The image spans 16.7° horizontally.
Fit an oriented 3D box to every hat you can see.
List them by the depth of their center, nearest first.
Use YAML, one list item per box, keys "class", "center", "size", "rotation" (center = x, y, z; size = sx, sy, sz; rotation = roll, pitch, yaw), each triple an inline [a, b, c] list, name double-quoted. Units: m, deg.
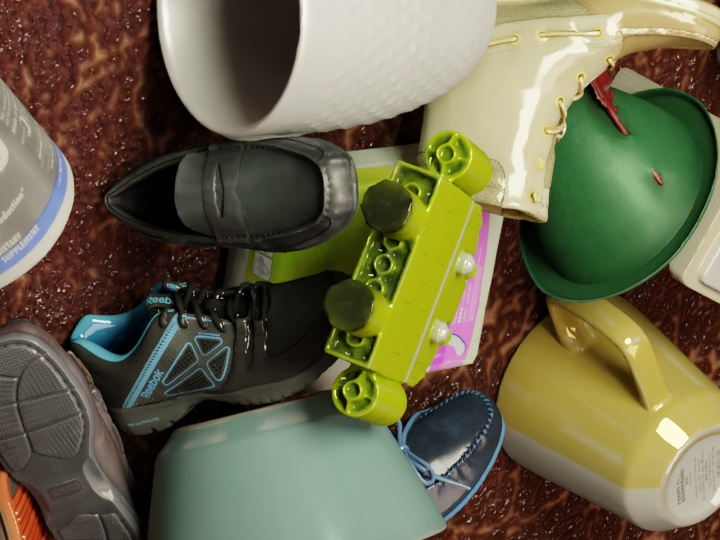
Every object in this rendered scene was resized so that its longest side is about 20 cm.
- class: "hat"
  center: [0.126, -0.105, 1.642]
  size: [0.165, 0.201, 0.176]
  rotation: [-32, 129, 23]

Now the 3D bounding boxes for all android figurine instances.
- class: "android figurine"
  center: [0.031, 0.006, 1.492]
  size: [0.183, 0.041, 0.200]
  rotation: [-69, 162, -4]

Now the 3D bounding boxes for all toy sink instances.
- class: "toy sink"
  center: [0.258, -0.040, 1.737]
  size: [0.130, 0.200, 0.112]
  rotation: [23, 99, -46]

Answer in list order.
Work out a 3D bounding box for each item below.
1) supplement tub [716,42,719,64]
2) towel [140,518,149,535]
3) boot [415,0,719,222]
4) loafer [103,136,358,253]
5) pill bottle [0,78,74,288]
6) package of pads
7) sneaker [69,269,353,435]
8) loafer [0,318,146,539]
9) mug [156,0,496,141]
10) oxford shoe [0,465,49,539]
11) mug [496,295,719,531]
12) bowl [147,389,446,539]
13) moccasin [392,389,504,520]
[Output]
- class: "supplement tub"
  center: [0.331, -0.228, 1.741]
  size: [0.122, 0.122, 0.201]
  rotation: [-10, 121, -36]
- class: "towel"
  center: [-0.054, 0.213, 1.699]
  size: [0.199, 0.023, 0.145]
  rotation: [-11, 122, -8]
- class: "boot"
  center: [0.131, -0.107, 1.576]
  size: [0.073, 0.199, 0.157]
  rotation: [61, 33, -81]
- class: "loafer"
  center: [-0.078, -0.042, 1.458]
  size: [0.070, 0.200, 0.069]
  rotation: [-4, 91, -39]
- class: "pill bottle"
  center: [-0.252, -0.083, 1.339]
  size: [0.114, 0.114, 0.200]
  rotation: [-46, 135, -9]
- class: "package of pads"
  center: [0.000, 0.000, 1.637]
  size: [0.199, 0.068, 0.155]
  rotation: [-7, 118, -36]
- class: "sneaker"
  center: [-0.090, 0.041, 1.525]
  size: [0.199, 0.073, 0.082]
  rotation: [-22, 126, 22]
- class: "loafer"
  center: [-0.188, 0.106, 1.554]
  size: [0.071, 0.063, 0.201]
  rotation: [-13, 124, 12]
- class: "mug"
  center: [-0.023, -0.144, 1.492]
  size: [0.175, 0.148, 0.200]
  rotation: [-7, 150, -39]
- class: "oxford shoe"
  center: [-0.233, 0.222, 1.573]
  size: [0.072, 0.071, 0.201]
  rotation: [-4, 105, 4]
- class: "mug"
  center: [0.192, 0.111, 1.805]
  size: [0.186, 0.153, 0.150]
  rotation: [24, 99, -45]
- class: "bowl"
  center: [-0.052, 0.138, 1.565]
  size: [0.200, 0.200, 0.106]
  rotation: [-12, 88, -35]
- class: "moccasin"
  center: [0.022, 0.157, 1.740]
  size: [0.200, 0.080, 0.068]
  rotation: [-45, 137, -11]
